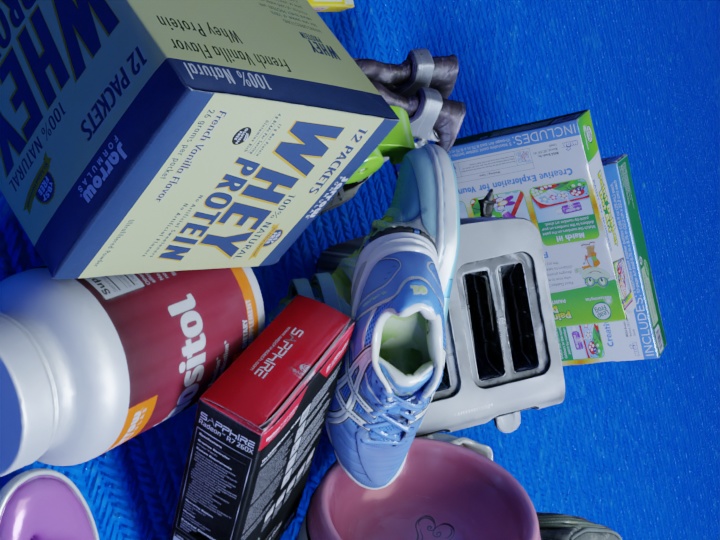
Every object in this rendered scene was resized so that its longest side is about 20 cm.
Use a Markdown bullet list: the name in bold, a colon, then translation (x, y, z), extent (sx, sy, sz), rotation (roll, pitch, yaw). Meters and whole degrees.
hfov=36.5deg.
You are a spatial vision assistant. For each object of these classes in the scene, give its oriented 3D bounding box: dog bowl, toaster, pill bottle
- **dog bowl**: translation (0.046, 0.202, 0.804), extent (0.200, 0.197, 0.075), rotation (-40, 142, -53)
- **toaster**: translation (0.066, 0.043, 0.926), extent (0.178, 0.119, 0.204), rotation (-11, 94, -15)
- **pill bottle**: translation (-0.154, 0.046, 0.650), extent (0.199, 0.112, 0.115), rotation (-25, 104, -56)

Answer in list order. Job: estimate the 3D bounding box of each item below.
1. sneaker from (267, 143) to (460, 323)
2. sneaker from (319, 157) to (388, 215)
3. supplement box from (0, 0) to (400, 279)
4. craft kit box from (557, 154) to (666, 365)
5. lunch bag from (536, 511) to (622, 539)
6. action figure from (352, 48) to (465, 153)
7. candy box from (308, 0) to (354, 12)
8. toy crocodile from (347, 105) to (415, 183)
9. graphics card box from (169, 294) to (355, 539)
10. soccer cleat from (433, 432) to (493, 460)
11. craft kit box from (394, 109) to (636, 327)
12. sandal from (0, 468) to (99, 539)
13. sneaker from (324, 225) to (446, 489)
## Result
- **sneaker**: translation (0.000, 0.000, 0.807), extent (0.128, 0.079, 0.204), rotation (8, 89, -14)
- **sneaker**: translation (-0.039, -0.076, 0.894), extent (0.200, 0.072, 0.073), rotation (-45, 123, -50)
- **supplement box**: translation (-0.120, -0.118, 0.639), extent (0.201, 0.134, 0.199), rotation (53, 28, 19)
- **craft kit box**: translation (0.196, -0.001, 1.119), extent (0.048, 0.195, 0.203), rotation (-33, 111, -58)
- **lunch bag**: translation (0.124, 0.282, 0.965), extent (0.167, 0.198, 0.142), rotation (-14, 94, -51)
- **action figure**: translation (-0.009, -0.156, 0.908), extent (0.197, 0.070, 0.131), rotation (11, 44, -23)
- **candy box**: translation (-0.073, -0.271, 0.922), extent (0.199, 0.026, 0.104), rotation (-20, 97, -57)
- **toy crocodile**: translation (-0.049, -0.082, 0.817), extent (0.197, 0.062, 0.068), rotation (-22, 74, -17)
- **graphics card box**: translation (-0.070, 0.129, 0.725), extent (0.126, 0.050, 0.202), rotation (-49, 160, -50)
- **soccer cleat**: translation (0.050, 0.189, 0.973), extent (0.199, 0.077, 0.071), rotation (-22, 102, -57)
- **craft kit box**: translation (0.150, -0.038, 1.065), extent (0.048, 0.197, 0.201), rotation (-35, 113, -55)
- **sandal**: translation (-0.165, 0.210, 0.631), extent (0.082, 0.049, 0.206), rotation (-31, 120, -56)
- **sneaker**: translation (0.015, 0.074, 0.741), extent (0.077, 0.074, 0.203), rotation (-105, -162, -58)
